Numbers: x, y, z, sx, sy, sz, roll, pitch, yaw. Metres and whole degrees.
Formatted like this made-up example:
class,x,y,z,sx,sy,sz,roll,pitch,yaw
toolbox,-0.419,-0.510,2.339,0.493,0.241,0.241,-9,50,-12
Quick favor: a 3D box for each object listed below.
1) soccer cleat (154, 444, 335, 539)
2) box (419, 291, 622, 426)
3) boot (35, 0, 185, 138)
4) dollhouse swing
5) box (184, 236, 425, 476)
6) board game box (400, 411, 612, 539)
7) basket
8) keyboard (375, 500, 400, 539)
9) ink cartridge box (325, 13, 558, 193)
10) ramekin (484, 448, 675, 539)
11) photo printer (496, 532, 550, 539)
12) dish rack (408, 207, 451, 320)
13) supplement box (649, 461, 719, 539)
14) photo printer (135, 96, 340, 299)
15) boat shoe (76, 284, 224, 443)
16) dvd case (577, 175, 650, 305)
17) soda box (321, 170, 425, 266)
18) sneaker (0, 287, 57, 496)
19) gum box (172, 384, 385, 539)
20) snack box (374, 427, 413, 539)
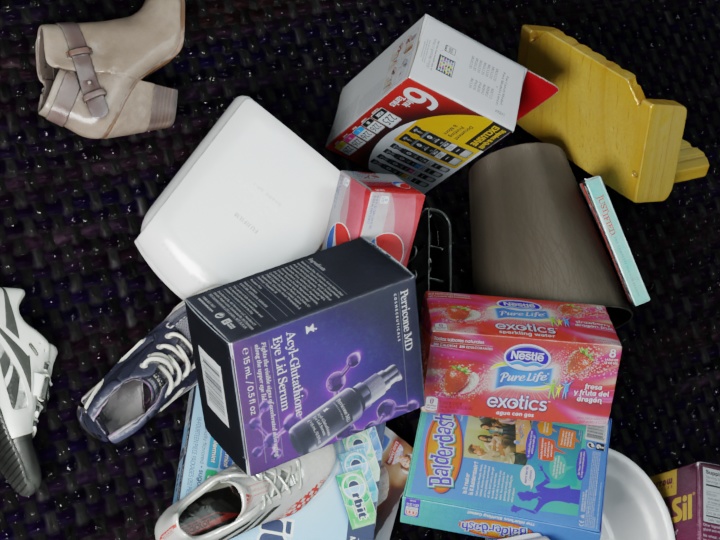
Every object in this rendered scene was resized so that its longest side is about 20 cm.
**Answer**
class,x,y,z,sx,sy,sz,roll,pitch,yaw
soccer cleat,-0.102,0.208,1.545,0.199,0.085,0.069,-26,79,-24
box,0.159,0.089,1.694,0.198,0.100,0.096,5,113,-5
boot,-0.258,-0.230,1.686,0.145,0.070,0.202,8,69,-24
dollhouse swing,0.306,-0.195,1.885,0.175,0.183,0.200,-26,47,-31
box,-0.049,0.077,1.546,0.198,0.104,0.149,-20,122,-23
board game box,0.149,0.202,1.672,0.198,0.045,0.153,10,45,6
basket,0.192,-0.027,1.827,0.178,0.136,0.202,-9,71,-8
keyboard,0.005,0.267,1.694,0.056,0.011,0.202,24,62,-14
ink cartridge box,0.087,-0.165,1.773,0.174,0.200,0.085,24,63,-18
ramekin,0.228,0.294,1.753,0.199,0.098,0.203,10,68,-25
photo printer,0.093,0.346,1.610,0.198,0.168,0.070,-8,35,-12
dish rack,0.000,0.000,1.756,0.198,0.054,0.155,11,67,-25
supplement box,0.368,0.325,1.800,0.102,0.131,0.202,15,66,-24
photo printer,-0.118,-0.050,1.669,0.166,0.069,0.201,39,74,-7
boat shoe,-0.180,0.092,1.562,0.200,0.093,0.075,-44,100,-8
dvd case,0.280,-0.036,1.846,0.022,0.200,0.147,-22,90,4
soda box,-0.001,0.005,1.649,0.069,0.063,0.202,1,111,-34
sneaker,-0.315,0.106,1.534,0.088,0.074,0.202,-14,80,-30
gum box,-0.081,0.213,1.623,0.198,0.045,0.172,12,66,-13
snack box,-0.013,0.248,1.673,0.072,0.024,0.201,37,61,-4
